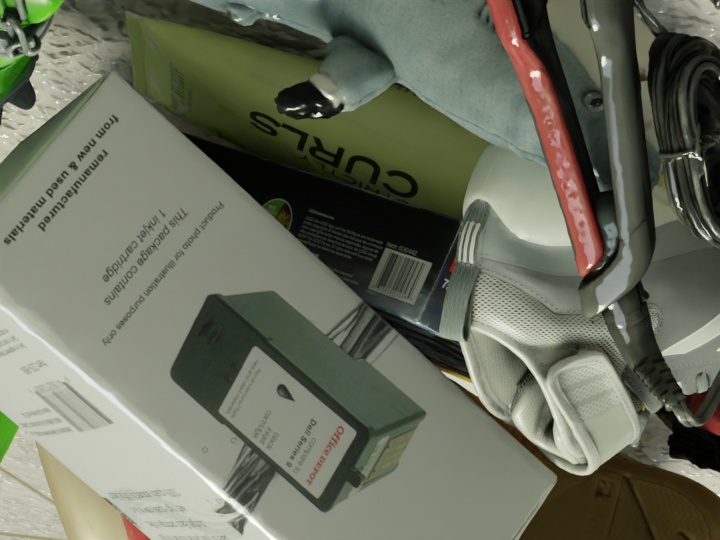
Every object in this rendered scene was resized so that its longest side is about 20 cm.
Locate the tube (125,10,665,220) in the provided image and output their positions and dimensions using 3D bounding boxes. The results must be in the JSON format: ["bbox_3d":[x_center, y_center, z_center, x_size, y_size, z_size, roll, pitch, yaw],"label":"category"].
[{"bbox_3d":[0.009,-0.043,0.761,0.199,0.052,0.058,21,122,1],"label":"tube"}]

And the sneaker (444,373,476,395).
[{"bbox_3d":[-0.018,0.048,0.955,0.199,0.074,0.116,-1,148,35],"label":"sneaker"}]

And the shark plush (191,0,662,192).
[{"bbox_3d":[-0.001,-0.080,0.629,0.199,0.084,0.091,17,158,1],"label":"shark plush"}]

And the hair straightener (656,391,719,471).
[{"bbox_3d":[0.144,0.071,0.831,0.077,0.041,0.200,56,164,-17],"label":"hair straightener"}]

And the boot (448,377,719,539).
[{"bbox_3d":[0.072,0.101,0.872,0.199,0.072,0.155,17,171,24],"label":"boot"}]

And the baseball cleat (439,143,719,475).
[{"bbox_3d":[0.103,0.020,0.703,0.199,0.107,0.070,18,180,-33],"label":"baseball cleat"}]

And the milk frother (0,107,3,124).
[{"bbox_3d":[-0.243,-0.004,0.820,0.179,0.201,0.188,11,159,-11],"label":"milk frother"}]

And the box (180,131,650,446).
[{"bbox_3d":[0.000,0.000,0.784,0.199,0.040,0.137,20,172,44],"label":"box"}]

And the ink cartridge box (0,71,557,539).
[{"bbox_3d":[-0.052,0.041,0.719,0.200,0.084,0.146,43,161,-12],"label":"ink cartridge box"}]

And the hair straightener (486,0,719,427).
[{"bbox_3d":[0.077,-0.052,0.561,0.077,0.041,0.201,-11,106,20],"label":"hair straightener"}]

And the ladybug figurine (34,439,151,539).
[{"bbox_3d":[-0.076,0.069,0.849,0.072,0.136,0.201,-17,105,14],"label":"ladybug figurine"}]

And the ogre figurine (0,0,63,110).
[{"bbox_3d":[-0.164,-0.111,0.661,0.199,0.099,0.120,12,154,9],"label":"ogre figurine"}]

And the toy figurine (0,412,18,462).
[{"bbox_3d":[-0.263,0.030,1.019,0.183,0.151,0.200,25,169,5],"label":"toy figurine"}]
